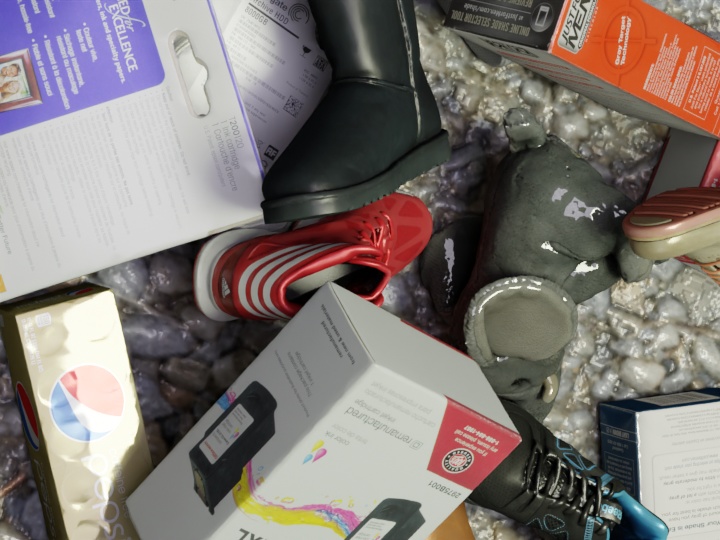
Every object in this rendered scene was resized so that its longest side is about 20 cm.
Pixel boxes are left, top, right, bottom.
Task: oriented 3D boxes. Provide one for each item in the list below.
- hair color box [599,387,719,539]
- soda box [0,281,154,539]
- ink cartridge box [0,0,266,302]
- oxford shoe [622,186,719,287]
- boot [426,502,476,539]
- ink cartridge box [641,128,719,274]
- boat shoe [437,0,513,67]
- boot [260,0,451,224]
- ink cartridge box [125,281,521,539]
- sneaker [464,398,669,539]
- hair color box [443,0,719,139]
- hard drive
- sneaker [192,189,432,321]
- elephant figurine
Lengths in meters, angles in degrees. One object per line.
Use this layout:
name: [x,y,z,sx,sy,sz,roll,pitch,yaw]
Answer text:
hair color box: [0.227,0.189,1.681,0.099,0.060,0.202,-5,95,-21]
soda box: [-0.173,0.114,1.517,0.067,0.064,0.202,-15,99,-20]
ink cartridge box: [-0.173,-0.099,1.481,0.198,0.043,0.200,-17,96,-1]
oxford shoe: [0.244,-0.019,1.552,0.199,0.070,0.075,-10,103,-42]
boot: [0.053,0.154,1.604,0.199,0.074,0.156,14,87,-22]
ink cartridge box: [0.312,-0.049,1.685,0.199,0.084,0.145,25,84,-20]
boat shoe: [0.066,-0.233,1.591,0.071,0.072,0.201,-42,118,-22]
boot: [-0.017,-0.128,1.481,0.200,0.076,0.170,-30,109,-57]
ink cartridge box: [-0.023,0.125,1.471,0.145,0.083,0.200,28,112,-41]
sneaker: [0.129,0.138,1.572,0.200,0.082,0.074,32,74,-44]
hair color box: [0.160,-0.148,1.572,0.199,0.101,0.062,19,91,-45]
hard drive: [-0.071,-0.123,1.555,0.139,0.038,0.201,33,81,-21]
sneaker: [0.000,0.000,1.522,0.199,0.115,0.079,-23,115,-40]
elephant figurine: [0.105,0.021,1.594,0.155,0.141,0.200,41,95,10]
